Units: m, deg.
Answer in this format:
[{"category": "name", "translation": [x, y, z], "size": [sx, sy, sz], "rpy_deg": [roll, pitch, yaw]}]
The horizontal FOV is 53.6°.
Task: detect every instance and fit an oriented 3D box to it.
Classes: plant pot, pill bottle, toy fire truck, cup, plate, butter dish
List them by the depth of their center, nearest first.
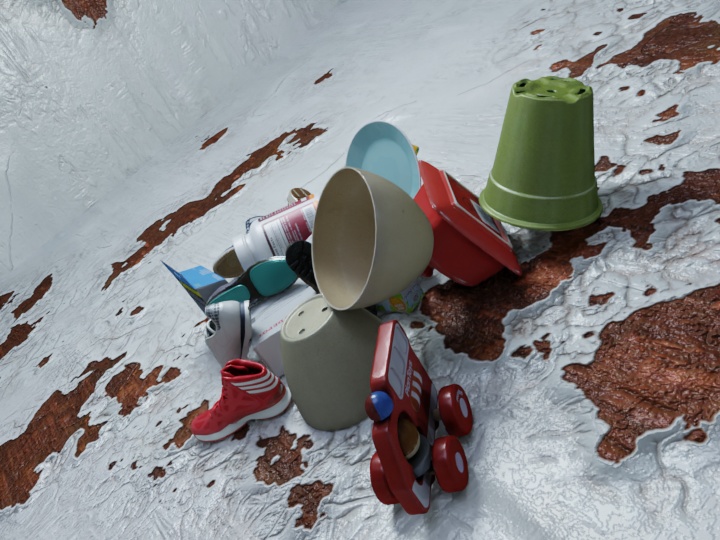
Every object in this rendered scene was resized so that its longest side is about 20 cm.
[{"category": "toy fire truck", "translation": [0.054, 0.183, 0.879], "size": [0.111, 0.169, 0.201], "rpy_deg": [-19, 32, 25]}, {"category": "plant pot", "translation": [0.028, -0.044, 1.047], "size": [0.132, 0.204, 0.200], "rpy_deg": [2, 13, -30]}, {"category": "cup", "translation": [-0.045, 0.122, 1.102], "size": [0.198, 0.144, 0.201], "rpy_deg": [-25, 30, 15]}, {"category": "plant pot", "translation": [0.287, -0.193, 1.110], "size": [0.196, 0.193, 0.201], "rpy_deg": [-2, 30, 1]}, {"category": "butter dish", "translation": [0.142, -0.051, 1.165], "size": [0.148, 0.198, 0.201], "rpy_deg": [-48, 24, 22]}, {"category": "plate", "translation": [0.044, -0.168, 1.284], "size": [0.025, 0.204, 0.198], "rpy_deg": [-14, 12, -40]}, {"category": "pill bottle", "translation": [-0.147, -0.065, 1.409], "size": [0.197, 0.114, 0.113], "rpy_deg": [-24, 29, -2]}]

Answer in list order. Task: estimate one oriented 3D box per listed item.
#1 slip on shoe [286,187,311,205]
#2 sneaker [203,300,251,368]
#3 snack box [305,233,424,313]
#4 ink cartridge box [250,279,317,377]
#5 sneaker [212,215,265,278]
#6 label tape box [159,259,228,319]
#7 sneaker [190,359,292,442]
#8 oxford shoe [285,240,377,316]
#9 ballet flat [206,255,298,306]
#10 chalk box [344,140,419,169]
[{"category": "slip on shoe", "translation": [-0.098, -0.097, 1.533], "size": [0.075, 0.061, 0.200], "rpy_deg": [-14, 50, -41]}, {"category": "sneaker", "translation": [-0.238, 0.124, 1.263], "size": [0.079, 0.202, 0.077], "rpy_deg": [-2, 46, -16]}, {"category": "snack box", "translation": [0.000, 0.000, 1.239], "size": [0.198, 0.143, 0.053], "rpy_deg": [2, 43, 48]}, {"category": "ink cartridge box", "translation": [-0.130, 0.082, 1.311], "size": [0.144, 0.084, 0.200], "rpy_deg": [-33, 29, 1]}, {"category": "sneaker", "translation": [-0.272, -0.059, 1.684], "size": [0.199, 0.071, 0.108], "rpy_deg": [-34, 33, -15]}, {"category": "label tape box", "translation": [-0.295, 0.047, 1.413], "size": [0.063, 0.201, 0.144], "rpy_deg": [-42, 30, -17]}, {"category": "sneaker", "translation": [-0.221, 0.205, 1.186], "size": [0.198, 0.116, 0.079], "rpy_deg": [-25, 29, 15]}, {"category": "oxford shoe", "translation": [-0.048, 0.020, 1.218], "size": [0.073, 0.200, 0.084], "rpy_deg": [-45, 12, -6]}, {"category": "ballet flat", "translation": [-0.194, 0.025, 1.312], "size": [0.198, 0.072, 0.072], "rpy_deg": [-28, 29, 12]}, {"category": "chalk box", "translation": [0.021, -0.160, 1.419], "size": [0.124, 0.123, 0.202], "rpy_deg": [-62, -7, -62]}]
